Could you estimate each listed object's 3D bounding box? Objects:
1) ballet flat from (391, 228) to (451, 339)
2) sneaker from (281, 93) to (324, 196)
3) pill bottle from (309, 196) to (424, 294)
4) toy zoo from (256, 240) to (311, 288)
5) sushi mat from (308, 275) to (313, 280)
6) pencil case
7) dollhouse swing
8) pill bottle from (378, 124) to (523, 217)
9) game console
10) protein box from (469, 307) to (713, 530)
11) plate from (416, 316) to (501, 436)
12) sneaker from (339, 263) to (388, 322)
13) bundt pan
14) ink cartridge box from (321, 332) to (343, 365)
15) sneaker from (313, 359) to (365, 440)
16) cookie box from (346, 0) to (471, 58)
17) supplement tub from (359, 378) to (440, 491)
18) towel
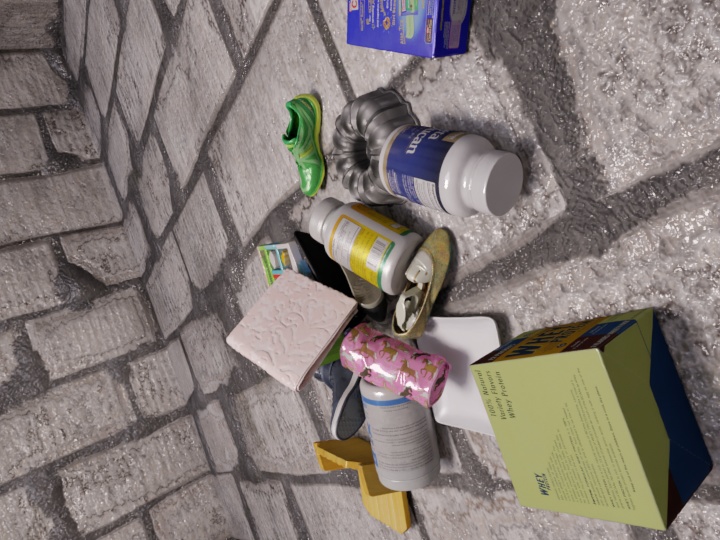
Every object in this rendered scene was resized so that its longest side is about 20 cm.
[{"bbox_3d":[0.097,0.028,0.886,0.070,0.070,0.204,37,122,40],"label":"ballet flat"},{"bbox_3d":[-0.123,-0.253,1.088,0.073,0.082,0.205,22,123,48],"label":"sneaker"},{"bbox_3d":[0.006,-0.051,0.936,0.198,0.112,0.115,30,130,27],"label":"pill bottle"},{"bbox_3d":[-0.161,0.005,1.146,0.198,0.020,0.135,1,108,57],"label":"toy zoo"},{"bbox_3d":[-0.076,0.109,1.205,0.202,0.012,0.097,59,159,33],"label":"sushi mat"},{"bbox_3d":[0.059,0.161,0.920,0.197,0.082,0.089,21,121,29],"label":"pencil case"},{"bbox_3d":[0.002,0.489,1.186,0.198,0.178,0.181,0,85,54],"label":"dollhouse swing"},{"bbox_3d":[0.126,-0.141,0.758,0.198,0.109,0.114,26,126,46],"label":"pill bottle"},{"bbox_3d":[-0.080,0.032,1.128,0.203,0.115,0.176,61,144,17],"label":"game console"},{"bbox_3d":[0.278,0.178,0.665,0.199,0.133,0.203,-24,86,55],"label":"protein box"},{"bbox_3d":[0.179,0.171,0.895,0.198,0.032,0.205,-6,100,57],"label":"plate"},{"bbox_3d":[0.000,0.000,1.040,0.107,0.073,0.204,68,-173,-62],"label":"sneaker"},{"bbox_3d":[0.017,-0.204,0.918,0.200,0.075,0.207,30,129,45],"label":"bundt pan"},{"bbox_3d":[-0.145,0.129,1.098,0.199,0.145,0.078,29,127,50],"label":"ink cartridge box"},{"bbox_3d":[-0.050,0.243,1.070,0.143,0.205,0.078,-9,131,35],"label":"sneaker"},{"bbox_3d":[0.065,-0.407,0.755,0.199,0.074,0.175,32,130,43],"label":"cookie box"},{"bbox_3d":[0.076,0.291,1.009,0.131,0.130,0.206,3,106,54],"label":"supplement tub"},{"bbox_3d":[-0.125,0.100,0.973,0.197,0.192,0.033,23,154,36],"label":"towel"}]
